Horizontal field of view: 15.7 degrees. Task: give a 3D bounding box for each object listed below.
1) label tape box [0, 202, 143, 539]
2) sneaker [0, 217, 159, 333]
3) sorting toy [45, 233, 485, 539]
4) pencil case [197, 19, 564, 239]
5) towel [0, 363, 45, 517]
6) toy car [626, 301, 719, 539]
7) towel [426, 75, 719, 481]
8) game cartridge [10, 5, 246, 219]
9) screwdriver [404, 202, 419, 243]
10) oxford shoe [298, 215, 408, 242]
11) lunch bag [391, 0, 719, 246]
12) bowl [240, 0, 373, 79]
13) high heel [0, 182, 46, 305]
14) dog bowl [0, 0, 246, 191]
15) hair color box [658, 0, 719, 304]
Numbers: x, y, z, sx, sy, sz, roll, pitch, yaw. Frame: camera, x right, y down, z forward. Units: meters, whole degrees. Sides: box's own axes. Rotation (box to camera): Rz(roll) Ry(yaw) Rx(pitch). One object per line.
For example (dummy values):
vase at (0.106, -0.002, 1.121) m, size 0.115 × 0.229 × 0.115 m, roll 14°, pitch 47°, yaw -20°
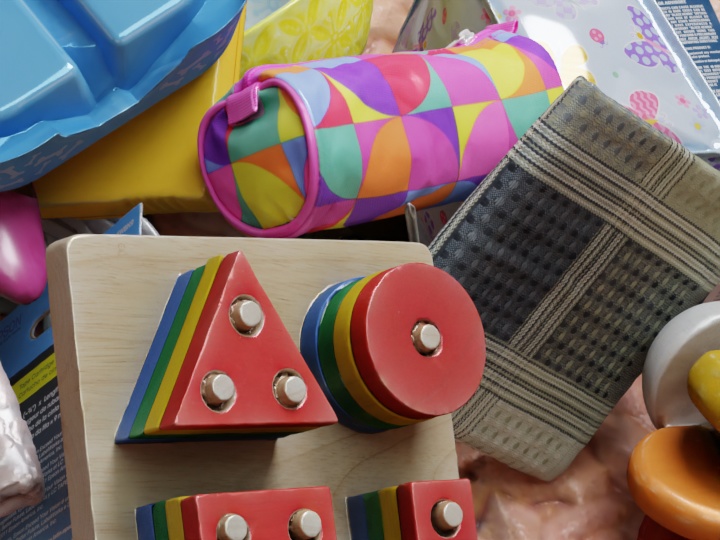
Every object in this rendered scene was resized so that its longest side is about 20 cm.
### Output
label tape box at (-0.123, 0.091, 1.213) m, size 0.063 × 0.144 × 0.200 m, roll 26°, pitch 48°, yaw -29°
sneaker at (-0.186, -0.032, 1.331) m, size 0.099 × 0.078 × 0.200 m, roll -38°, pitch 67°, yaw -21°
sorting toy at (-0.024, 0.079, 1.126) m, size 0.200 × 0.070 × 0.199 m, roll 1°, pitch 78°, yaw -38°
pencil case at (0.015, -0.068, 1.256) m, size 0.200 × 0.088 × 0.088 m, roll -15°, pitch 62°, yaw -48°
towel at (-0.260, 0.059, 1.208) m, size 0.191 × 0.032 × 0.200 m, roll -25°, pitch 61°, yaw -2°
toy car at (0.216, 0.125, 1.327) m, size 0.200 × 0.150 × 0.175 m, roll 29°, pitch 13°, yaw -35°
towel at (0.097, 0.008, 1.305) m, size 0.200 × 0.193 × 0.035 m, roll 30°, pitch 12°, yaw -50°
game cartridge at (-0.150, -0.110, 1.293) m, size 0.199 × 0.032 × 0.177 m, roll -1°, pitch 73°, yaw 23°
screwdriver at (0.032, 0.021, 1.303) m, size 0.028 × 0.200 × 0.029 m, roll -11°, pitch 52°, yaw 0°
oxford shoe at (0.000, 0.000, 1.322) m, size 0.073 × 0.084 × 0.201 m, roll 16°, pitch 79°, yaw -26°
lunch bag at (0.094, -0.089, 1.417) m, size 0.127 × 0.170 × 0.200 m, roll -15°, pitch 61°, yaw -31°
bowl at (-0.073, -0.104, 1.389) m, size 0.200 × 0.200 × 0.108 m, roll -47°, pitch 124°, yaw -38°
high heel at (-0.173, -0.080, 1.233) m, size 0.067 × 0.096 × 0.200 m, roll 19°, pitch 34°, yaw -52°
dog bowl at (-0.138, -0.110, 1.205) m, size 0.200 × 0.050 × 0.112 m, roll -35°, pitch 69°, yaw -15°
hair color box at (0.179, -0.072, 1.483) m, size 0.060 × 0.100 × 0.200 m, roll -6°, pitch 58°, yaw -23°
